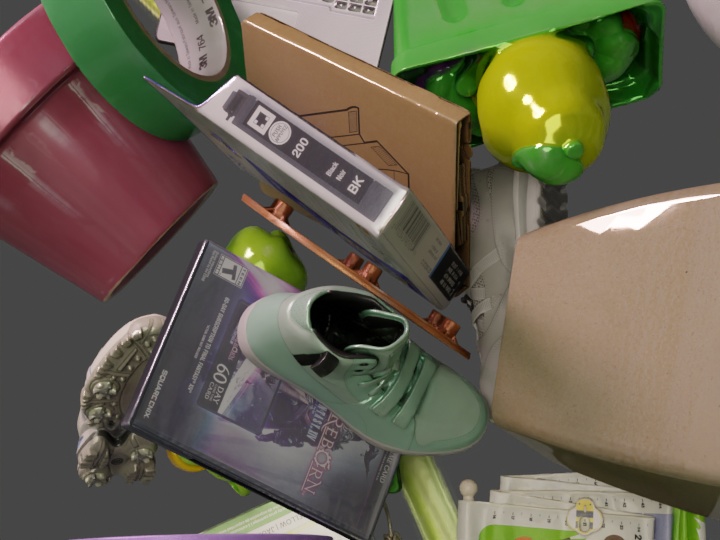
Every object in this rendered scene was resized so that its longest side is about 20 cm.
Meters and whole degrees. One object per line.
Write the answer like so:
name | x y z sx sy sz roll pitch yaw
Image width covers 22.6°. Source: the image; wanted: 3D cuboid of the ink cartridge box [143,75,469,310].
ink cartridge box | -0.030 -0.063 1.215 0.200 0.198 0.043 34 86 20

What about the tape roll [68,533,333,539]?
tape roll | -0.117 0.218 1.239 0.199 0.200 0.066 -4 80 12

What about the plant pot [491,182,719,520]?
plant pot | 0.200 0.061 1.241 0.176 0.200 0.201 2 74 26

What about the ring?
ring | 0.000 0.000 1.287 0.200 0.200 0.019 34 90 14

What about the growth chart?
growth chart | 0.161 0.210 1.321 0.199 0.018 0.146 -8 82 12

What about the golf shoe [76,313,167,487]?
golf shoe | -0.176 0.076 1.330 0.078 0.200 0.098 3 54 -21

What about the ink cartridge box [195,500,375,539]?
ink cartridge box | -0.039 0.270 1.342 0.145 0.048 0.201 -25 76 7

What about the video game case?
video game case | -0.054 0.087 1.266 0.199 0.019 0.144 29 70 -20

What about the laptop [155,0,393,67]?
laptop | -0.065 -0.267 1.379 0.186 0.116 0.201 13 86 14

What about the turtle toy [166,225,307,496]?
turtle toy | -0.085 0.066 1.340 0.100 0.146 0.201 0 83 -19

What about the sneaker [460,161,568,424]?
sneaker | 0.106 0.014 1.341 0.082 0.075 0.201 1 80 32

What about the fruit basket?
fruit basket | 0.125 -0.129 1.287 0.214 0.156 0.217 -3 65 7

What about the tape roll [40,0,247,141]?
tape roll | -0.159 -0.194 1.321 0.048 0.200 0.201 -27 78 24

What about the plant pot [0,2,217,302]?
plant pot | -0.214 -0.083 1.361 0.179 0.200 0.200 43 93 -2

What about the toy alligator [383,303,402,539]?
toy alligator | 0.003 0.125 1.343 0.054 0.059 0.201 -3 82 12

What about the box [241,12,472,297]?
box | -0.002 -0.083 1.307 0.199 0.164 0.021 29 50 30

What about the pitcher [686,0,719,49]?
pitcher | 0.337 -0.195 1.295 0.171 0.121 0.200 -36 87 -15

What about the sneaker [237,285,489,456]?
sneaker | 0.023 0.073 1.229 0.200 0.118 0.074 26 72 -21
